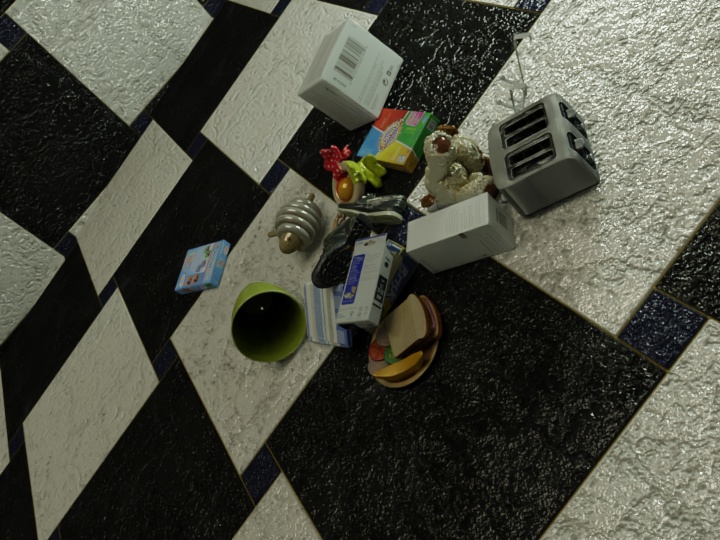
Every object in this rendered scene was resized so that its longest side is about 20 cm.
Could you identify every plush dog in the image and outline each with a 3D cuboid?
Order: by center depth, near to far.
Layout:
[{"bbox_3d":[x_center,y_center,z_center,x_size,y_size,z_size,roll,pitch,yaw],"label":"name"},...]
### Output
[{"bbox_3d":[0.209,-0.221,1.388,0.172,0.200,0.160,-55,9,-36],"label":"plush dog"}]

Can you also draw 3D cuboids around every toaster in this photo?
[{"bbox_3d":[0.353,-0.224,1.278,0.199,0.118,0.182,-25,48,32],"label":"toaster"}]

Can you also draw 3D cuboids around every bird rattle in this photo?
[{"bbox_3d":[-0.039,-0.239,1.683,0.199,0.112,0.165,22,112,42],"label":"bird rattle"}]

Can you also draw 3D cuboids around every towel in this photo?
[{"bbox_3d":[-0.077,0.100,1.493,0.199,0.024,0.149,-1,95,59],"label":"towel"}]

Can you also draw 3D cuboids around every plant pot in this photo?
[{"bbox_3d":[-0.247,0.106,1.643,0.188,0.186,0.200,-53,25,4],"label":"plant pot"}]

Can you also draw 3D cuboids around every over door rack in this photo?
[{"bbox_3d":[0.318,-0.373,1.354,0.066,0.200,0.149,4,65,13],"label":"over door rack"}]

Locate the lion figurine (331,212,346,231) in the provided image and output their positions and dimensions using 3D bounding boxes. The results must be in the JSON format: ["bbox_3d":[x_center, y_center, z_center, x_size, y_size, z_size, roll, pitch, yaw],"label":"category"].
[{"bbox_3d":[-0.045,-0.054,1.618,0.123,0.072,0.200,-58,24,18],"label":"lion figurine"}]

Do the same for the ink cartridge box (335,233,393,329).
[{"bbox_3d":[0.013,0.023,1.363,0.099,0.039,0.202,-10,58,45],"label":"ink cartridge box"}]

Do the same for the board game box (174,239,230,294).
[{"bbox_3d":[-0.509,-0.009,2.068,0.199,0.036,0.153,-10,58,41],"label":"board game box"}]

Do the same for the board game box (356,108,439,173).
[{"bbox_3d":[0.094,-0.340,1.674,0.199,0.040,0.154,22,82,50],"label":"board game box"}]

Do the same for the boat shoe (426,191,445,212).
[{"bbox_3d":[0.182,-0.228,1.486,0.066,0.073,0.202,-10,58,40],"label":"boat shoe"}]

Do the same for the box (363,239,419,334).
[{"bbox_3d":[0.046,0.037,1.453,0.201,0.070,0.064,-57,39,-1],"label":"box"}]

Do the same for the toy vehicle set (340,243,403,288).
[{"bbox_3d":[0.000,0.000,1.449,0.199,0.026,0.125,21,80,53],"label":"toy vehicle set"}]

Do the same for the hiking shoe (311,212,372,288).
[{"bbox_3d":[-0.051,-0.040,1.459,0.201,0.076,0.100,-54,22,-20],"label":"hiking shoe"}]

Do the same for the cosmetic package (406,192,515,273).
[{"bbox_3d":[0.204,-0.073,1.335,0.199,0.112,0.082,-22,50,36],"label":"cosmetic package"}]

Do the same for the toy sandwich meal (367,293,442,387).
[{"bbox_3d":[0.083,0.145,1.344,0.204,0.070,0.207,-25,49,32],"label":"toy sandwich meal"}]

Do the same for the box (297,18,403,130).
[{"bbox_3d":[-0.029,-0.532,1.777,0.171,0.199,0.201,-1,63,61],"label":"box"}]

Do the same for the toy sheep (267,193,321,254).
[{"bbox_3d":[-0.169,-0.130,1.738,0.137,0.138,0.202,-9,53,41],"label":"toy sheep"}]

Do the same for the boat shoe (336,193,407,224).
[{"bbox_3d":[0.027,-0.156,1.596,0.198,0.072,0.068,5,75,38],"label":"boat shoe"}]
